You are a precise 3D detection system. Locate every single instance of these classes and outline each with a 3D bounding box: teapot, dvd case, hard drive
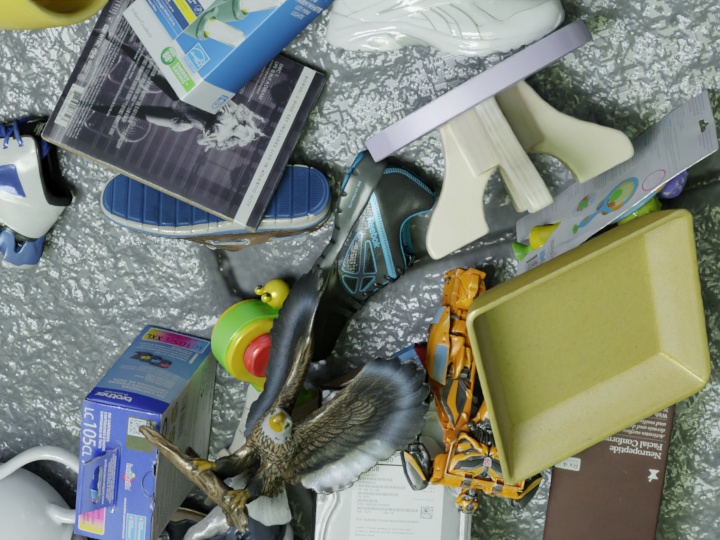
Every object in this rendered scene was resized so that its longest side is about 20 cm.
[{"bbox_3d":[-0.312,0.273,1.776,0.145,0.200,0.198,12,72,-1],"label":"teapot"},{"bbox_3d":[-0.149,-0.138,1.629,0.199,0.016,0.149,24,79,3],"label":"dvd case"},{"bbox_3d":[0.028,0.203,1.657,0.139,0.038,0.201,4,91,-7],"label":"hard drive"}]

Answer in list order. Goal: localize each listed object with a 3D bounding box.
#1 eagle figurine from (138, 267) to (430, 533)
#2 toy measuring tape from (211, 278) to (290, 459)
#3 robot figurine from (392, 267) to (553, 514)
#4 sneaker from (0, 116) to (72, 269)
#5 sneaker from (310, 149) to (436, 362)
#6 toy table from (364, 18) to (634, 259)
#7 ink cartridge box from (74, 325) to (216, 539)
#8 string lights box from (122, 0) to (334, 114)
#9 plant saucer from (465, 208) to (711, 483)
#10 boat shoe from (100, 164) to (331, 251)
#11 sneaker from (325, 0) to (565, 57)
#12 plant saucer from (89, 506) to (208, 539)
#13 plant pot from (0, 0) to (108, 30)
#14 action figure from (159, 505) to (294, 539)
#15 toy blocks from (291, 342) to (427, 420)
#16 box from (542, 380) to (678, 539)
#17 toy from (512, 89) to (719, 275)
[{"bbox_3d":[-0.054,0.122,1.589,0.200,0.151,0.152,-44,112,-13],"label":"eagle figurine"},{"bbox_3d":[-0.110,0.094,1.720,0.073,0.074,0.201,23,113,3],"label":"toy measuring tape"},{"bbox_3d":[0.106,0.105,1.618,0.144,0.058,0.201,11,79,-15],"label":"robot figurine"},{"bbox_3d":[-0.329,-0.106,1.695,0.199,0.081,0.115,41,109,-13],"label":"sneaker"},{"bbox_3d":[0.000,0.000,1.661,0.082,0.073,0.201,22,114,1],"label":"sneaker"},{"bbox_3d":[0.117,-0.103,1.549,0.199,0.184,0.118,-28,92,13],"label":"toy table"},{"bbox_3d":[-0.192,0.151,1.690,0.076,0.200,0.137,10,112,8],"label":"ink cartridge box"},{"bbox_3d":[-0.087,-0.235,1.565,0.200,0.059,0.103,-42,67,15],"label":"string lights box"},{"bbox_3d":[0.178,0.052,1.541,0.199,0.048,0.201,-25,131,-11],"label":"plant saucer"},{"bbox_3d":[-0.124,-0.048,1.662,0.199,0.073,0.072,3,155,5],"label":"boat shoe"},{"bbox_3d":[0.066,-0.227,1.561,0.199,0.078,0.100,2,107,10],"label":"sneaker"},{"bbox_3d":[-0.173,0.308,1.838,0.199,0.032,0.201,4,110,11],"label":"plant saucer"},{"bbox_3d":[-0.319,-0.292,1.566,0.188,0.201,0.202,-2,111,30],"label":"plant pot"},{"bbox_3d":[-0.076,0.272,1.722,0.199,0.194,0.105,15,139,-33],"label":"action figure"},{"bbox_3d":[0.033,0.156,1.711,0.136,0.100,0.201,-27,96,7],"label":"toy blocks"},{"bbox_3d":[0.216,0.171,1.681,0.100,0.075,0.201,7,114,8],"label":"box"},{"bbox_3d":[0.216,-0.056,1.575,0.200,0.115,0.047,-33,112,20],"label":"toy"}]
